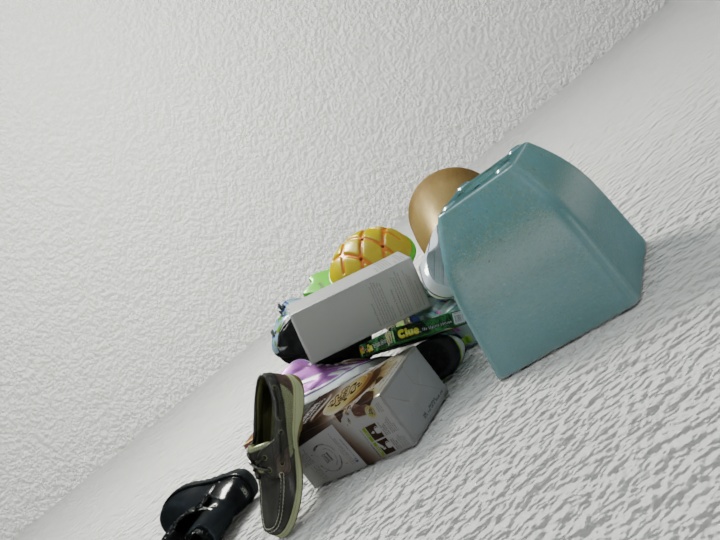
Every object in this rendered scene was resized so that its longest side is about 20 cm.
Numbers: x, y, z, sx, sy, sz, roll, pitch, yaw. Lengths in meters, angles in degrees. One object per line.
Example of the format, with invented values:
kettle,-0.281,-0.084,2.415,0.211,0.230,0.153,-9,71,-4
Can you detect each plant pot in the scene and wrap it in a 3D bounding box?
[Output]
plant pot,0.201,-0.032,1.048,0.195,0.201,0.196,-34,7,29
plant pot,0.182,-0.071,1.647,0.185,0.187,0.201,-35,20,18

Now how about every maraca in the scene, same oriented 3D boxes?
maraca,0.000,0.000,1.420,0.198,0.108,0.137,-31,32,-11

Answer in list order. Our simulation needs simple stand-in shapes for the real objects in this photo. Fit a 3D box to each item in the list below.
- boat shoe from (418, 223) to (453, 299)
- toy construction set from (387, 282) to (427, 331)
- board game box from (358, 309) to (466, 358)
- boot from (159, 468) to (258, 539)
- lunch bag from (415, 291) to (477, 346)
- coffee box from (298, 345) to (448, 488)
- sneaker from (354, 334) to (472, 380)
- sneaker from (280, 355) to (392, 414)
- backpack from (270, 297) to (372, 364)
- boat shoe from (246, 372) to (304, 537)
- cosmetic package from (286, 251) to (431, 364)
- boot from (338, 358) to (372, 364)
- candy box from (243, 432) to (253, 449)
boat shoe,0.120,0.002,1.259,0.201,0.072,0.068,-64,-4,-62
toy construction set,0.067,0.048,1.512,0.090,0.133,0.200,-7,25,-13
board game box,0.067,0.088,1.188,0.103,0.024,0.200,-12,-8,-15
boot,-0.257,0.378,1.284,0.198,0.077,0.168,-28,6,26
lunch bag,0.164,0.040,1.303,0.160,0.078,0.200,-39,6,-11
coffee box,0.003,0.191,1.126,0.199,0.080,0.113,-33,9,39
sneaker,0.072,0.145,1.206,0.198,0.073,0.082,-29,-6,29
sneaker,-0.038,0.154,1.293,0.197,0.074,0.114,-19,36,-15
backpack,-0.078,0.109,1.479,0.160,0.157,0.200,2,-19,-12
boat shoe,-0.113,0.228,1.097,0.071,0.065,0.205,-19,62,47
cosmetic package,-0.006,0.052,1.309,0.197,0.086,0.108,-26,9,-3
boot,-0.045,0.213,1.326,0.197,0.071,0.147,-17,28,15
candy box,-0.108,0.244,1.493,0.116,0.057,0.200,-33,6,28
